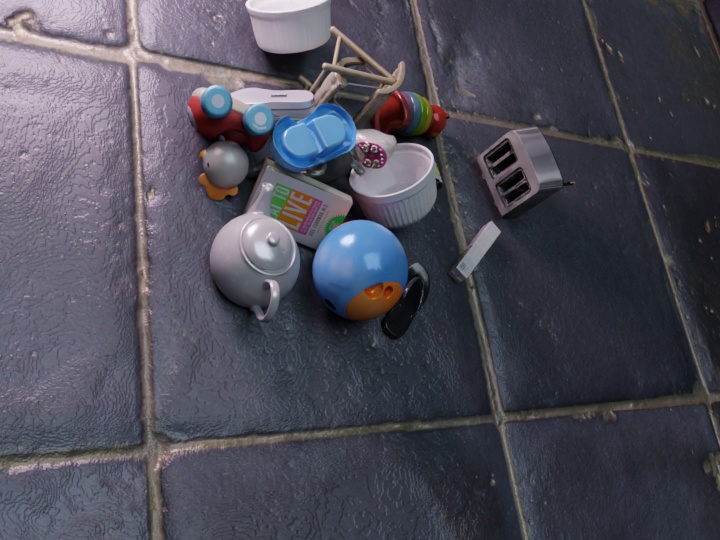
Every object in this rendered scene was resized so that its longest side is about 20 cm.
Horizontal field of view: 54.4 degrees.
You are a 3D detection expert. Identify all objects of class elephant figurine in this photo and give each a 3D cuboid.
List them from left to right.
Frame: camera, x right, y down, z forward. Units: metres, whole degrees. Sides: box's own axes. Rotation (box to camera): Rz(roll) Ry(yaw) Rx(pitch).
[{"bbox_3d":[-0.122,-0.216,1.520,0.200,0.153,0.143,-48,129,-27],"label":"elephant figurine"}]

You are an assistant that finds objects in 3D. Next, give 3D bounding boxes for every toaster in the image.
[{"bbox_3d":[0.415,-0.254,1.806,0.117,0.199,0.184,-13,76,-39],"label":"toaster"}]

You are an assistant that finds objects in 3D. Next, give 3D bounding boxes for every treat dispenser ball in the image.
[{"bbox_3d":[0.000,0.000,1.434,0.197,0.200,0.205,13,62,-26],"label":"treat dispenser ball"}]

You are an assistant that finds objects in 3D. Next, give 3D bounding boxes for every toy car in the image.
[{"bbox_3d":[-0.284,-0.248,1.424,0.174,0.184,0.205,19,88,-22],"label":"toy car"}]

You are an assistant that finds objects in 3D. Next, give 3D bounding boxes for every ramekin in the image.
[{"bbox_3d":[-0.158,-0.574,1.607,0.195,0.100,0.202,-4,35,3],"label":"ramekin"},{"bbox_3d":[0.081,-0.186,1.577,0.202,0.196,0.106,-57,141,-35],"label":"ramekin"}]

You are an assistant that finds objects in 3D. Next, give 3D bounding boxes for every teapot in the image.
[{"bbox_3d":[-0.193,-0.028,1.364,0.201,0.146,0.198,47,53,-5],"label":"teapot"}]

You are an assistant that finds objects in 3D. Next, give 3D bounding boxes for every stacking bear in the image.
[{"bbox_3d":[0.137,-0.384,1.757,0.197,0.120,0.117,1,75,-41],"label":"stacking bear"}]

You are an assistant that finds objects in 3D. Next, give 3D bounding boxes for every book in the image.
[{"bbox_3d":[-0.132,-0.130,1.463,0.196,0.135,0.048,20,25,-21],"label":"book"}]

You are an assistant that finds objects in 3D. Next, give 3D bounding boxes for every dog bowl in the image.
[{"bbox_3d":[-0.099,-0.267,1.435,0.198,0.049,0.113,-27,87,-33],"label":"dog bowl"}]

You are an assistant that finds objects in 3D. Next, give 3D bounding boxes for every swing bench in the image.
[{"bbox_3d":[-0.030,-0.410,1.603,0.196,0.199,0.132,21,59,-21],"label":"swing bench"}]

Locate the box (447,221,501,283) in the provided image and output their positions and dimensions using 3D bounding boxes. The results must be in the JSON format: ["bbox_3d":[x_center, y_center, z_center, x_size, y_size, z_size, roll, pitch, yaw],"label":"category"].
[{"bbox_3d":[0.283,-0.046,1.730,0.041,0.039,0.200,46,53,-7],"label":"box"}]

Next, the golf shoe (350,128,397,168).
[{"bbox_3d":[-0.005,-0.290,1.599,0.197,0.077,0.091,23,45,28],"label":"golf shoe"}]

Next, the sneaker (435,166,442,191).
[{"bbox_3d":[0.112,-0.263,1.709,0.197,0.078,0.092,24,49,-27],"label":"sneaker"}]

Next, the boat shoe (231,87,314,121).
[{"bbox_3d":[-0.196,-0.357,1.540,0.195,0.067,0.073,-1,42,2],"label":"boat shoe"}]

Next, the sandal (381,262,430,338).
[{"bbox_3d":[0.113,0.066,1.572,0.075,0.043,0.202,35,55,-13],"label":"sandal"}]
